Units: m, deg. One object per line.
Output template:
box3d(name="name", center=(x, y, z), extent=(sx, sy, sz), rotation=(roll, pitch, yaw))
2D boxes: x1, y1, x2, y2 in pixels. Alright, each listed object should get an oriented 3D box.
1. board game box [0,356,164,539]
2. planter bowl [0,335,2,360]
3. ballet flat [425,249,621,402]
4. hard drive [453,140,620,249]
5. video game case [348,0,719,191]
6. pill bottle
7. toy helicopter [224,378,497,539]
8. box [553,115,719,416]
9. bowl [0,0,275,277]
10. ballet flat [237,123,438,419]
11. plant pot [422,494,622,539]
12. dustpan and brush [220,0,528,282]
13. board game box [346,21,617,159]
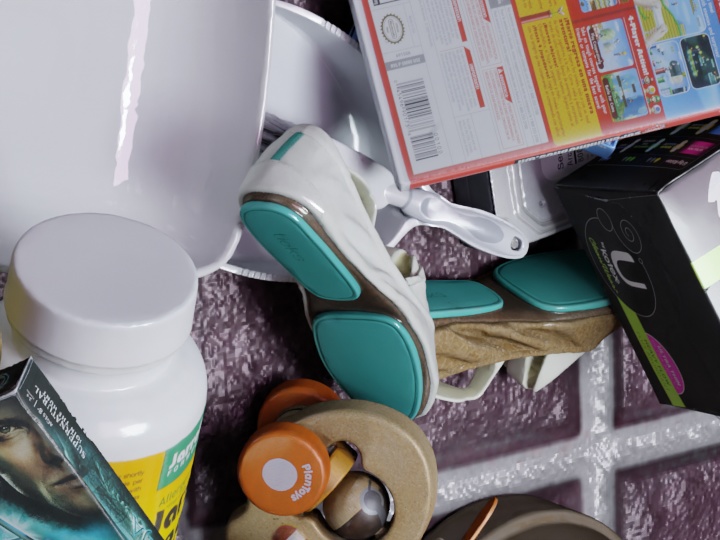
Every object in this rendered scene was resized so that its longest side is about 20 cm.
box3d(name="board game box", center=(-0.193, 0.126, 1.235), extent=(0.135, 0.200, 0.028), rotation=(57, 27, -25))
box3d(name="planter bowl", center=(-0.253, -0.001, 1.202), extent=(0.200, 0.200, 0.084), rotation=(36, 38, -37))
box3d(name="ballet flat", center=(0.077, 0.036, 1.526), extent=(0.200, 0.068, 0.073), rotation=(-11, 124, -38))
box3d(name="hard drive", center=(0.132, -0.103, 1.560), extent=(0.200, 0.038, 0.140), rotation=(-19, 109, -35))
box3d(name="video game case", center=(0.098, -0.132, 1.428), extent=(0.199, 0.017, 0.144), rotation=(-14, 80, -4))
box3d(name="pill bottle", center=(-0.131, 0.077, 1.276), extent=(0.113, 0.113, 0.200), rotation=(-17, 135, -36))
box3d(name="toy helicopter", center=(-0.010, 0.162, 1.444), extent=(0.132, 0.079, 0.201), rotation=(16, 109, 2))
box3d(name="box", center=(0.235, -0.032, 1.494), extent=(0.200, 0.124, 0.149), rotation=(-33, 105, -18))
box3d(name="bowl", center=(-0.140, -0.098, 1.313), extent=(0.200, 0.075, 0.201), rotation=(5, 94, -39))
box3d(name="ballet flat", center=(0.000, 0.000, 1.395), extent=(0.070, 0.069, 0.200), rotation=(-53, 140, -20))
box3d(name="plant pot", center=(0.126, 0.237, 1.523), extent=(0.199, 0.173, 0.201), rotation=(-7, 102, -37))
box3d(name="dustpan and brush", center=(0.004, -0.045, 1.449), extent=(0.200, 0.057, 0.140), rotation=(23, 82, -39))
box3d(name="board game box", center=(0.099, -0.180, 1.465), extent=(0.151, 0.037, 0.201), rotation=(22, 82, 2))
